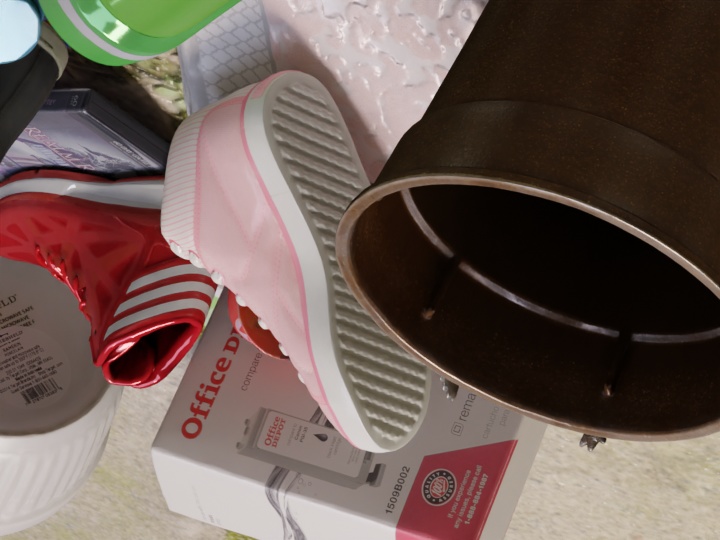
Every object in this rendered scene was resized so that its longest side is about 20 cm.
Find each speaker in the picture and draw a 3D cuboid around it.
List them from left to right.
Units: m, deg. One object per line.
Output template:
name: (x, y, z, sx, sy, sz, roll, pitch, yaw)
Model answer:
speaker: (-0.063, -0.170, 1.273, 0.088, 0.089, 0.200, 38, 133, -25)

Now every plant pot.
plant pot: (0.117, -0.058, 1.251, 0.200, 0.198, 0.200, 19, 151, 11)

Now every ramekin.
ramekin: (-0.241, 0.057, 1.743, 0.200, 0.200, 0.105, 28, 142, -8)

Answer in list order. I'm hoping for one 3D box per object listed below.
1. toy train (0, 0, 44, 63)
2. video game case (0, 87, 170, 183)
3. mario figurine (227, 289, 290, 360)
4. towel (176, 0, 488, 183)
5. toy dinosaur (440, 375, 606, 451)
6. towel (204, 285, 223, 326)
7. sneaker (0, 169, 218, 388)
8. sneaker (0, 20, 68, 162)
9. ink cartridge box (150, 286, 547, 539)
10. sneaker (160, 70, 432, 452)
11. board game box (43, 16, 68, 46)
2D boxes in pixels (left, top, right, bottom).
toy train: (-0.231, -0.191, 1.356, 0.085, 0.116, 0.200, -38, 124, 11)
video game case: (-0.192, -0.069, 1.634, 0.200, 0.019, 0.143, 2, 159, 37)
mario figurine: (0.000, 0.000, 1.501, 0.200, 0.124, 0.106, -27, 155, 38)
towel: (-0.012, -0.122, 1.373, 0.191, 0.032, 0.200, 13, 138, 21)
toy dinosaur: (0.108, 0.026, 1.417, 0.102, 0.077, 0.200, 37, 126, -27)
towel: (-0.028, 0.026, 1.691, 0.149, 0.031, 0.200, 36, 150, -20)
sneaker: (-0.163, 0.007, 1.618, 0.200, 0.116, 0.078, -4, 154, 45)
sneaker: (-0.262, -0.096, 1.477, 0.200, 0.106, 0.075, 8, 149, 32)
ink cartridge box: (-0.003, 0.091, 1.598, 0.200, 0.147, 0.083, 16, 153, 14)
sneaker: (-0.037, 0.000, 1.415, 0.105, 0.075, 0.201, -10, 104, 45)
board game box: (-0.266, -0.176, 1.508, 0.134, 0.045, 0.200, -8, 139, 45)
